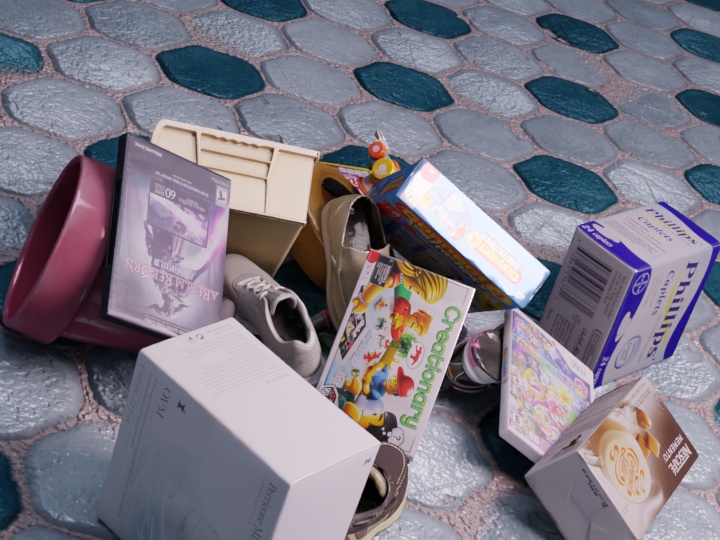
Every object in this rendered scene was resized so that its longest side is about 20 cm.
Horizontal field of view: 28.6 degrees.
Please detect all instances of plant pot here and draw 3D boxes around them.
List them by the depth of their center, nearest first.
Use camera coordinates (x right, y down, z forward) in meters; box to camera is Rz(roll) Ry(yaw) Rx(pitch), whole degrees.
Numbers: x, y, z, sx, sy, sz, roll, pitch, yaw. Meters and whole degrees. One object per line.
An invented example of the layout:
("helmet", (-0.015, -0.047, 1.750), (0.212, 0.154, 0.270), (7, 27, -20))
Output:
("plant pot", (-0.261, 0.003, 1.509), (0.178, 0.200, 0.200), (26, 27, -21))

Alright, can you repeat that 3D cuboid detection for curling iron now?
("curling iron", (-0.034, 0.064, 1.636), (0.199, 0.026, 0.050), (-18, 71, -31))

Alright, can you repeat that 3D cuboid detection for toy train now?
("toy train", (0.052, -0.081, 1.842), (0.201, 0.055, 0.150), (58, 7, -12))

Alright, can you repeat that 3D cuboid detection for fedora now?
("fedora", (-0.036, -0.041, 1.761), (0.201, 0.082, 0.201), (43, 25, -25))

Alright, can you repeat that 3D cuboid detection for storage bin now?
("storage bin", (-0.171, -0.073, 1.638), (0.197, 0.200, 0.094), (12, 65, -13))

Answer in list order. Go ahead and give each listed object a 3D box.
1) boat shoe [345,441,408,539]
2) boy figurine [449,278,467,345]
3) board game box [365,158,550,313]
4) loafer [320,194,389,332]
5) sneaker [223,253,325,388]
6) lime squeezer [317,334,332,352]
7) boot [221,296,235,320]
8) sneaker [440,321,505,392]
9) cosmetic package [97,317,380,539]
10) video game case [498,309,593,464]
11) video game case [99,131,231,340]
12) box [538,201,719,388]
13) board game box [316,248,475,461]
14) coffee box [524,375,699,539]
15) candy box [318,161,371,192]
("boat shoe", (0.006, 0.223, 1.406), (0.073, 0.065, 0.200), (24, 30, 10))
("boy figurine", (0.083, 0.061, 1.675), (0.064, 0.124, 0.200), (42, 6, -2))
("board game box", (0.103, -0.035, 1.675), (0.200, 0.056, 0.196), (41, -12, -8))
("loafer", (0.000, 0.000, 1.624), (0.075, 0.068, 0.201), (-5, 70, -27))
("sneaker", (-0.098, 0.038, 1.571), (0.075, 0.092, 0.200), (-25, 56, -25))
("lime squeezer", (-0.115, 0.050, 1.644), (0.199, 0.038, 0.071), (15, 28, -11))
("boot", (-0.129, 0.118, 1.512), (0.131, 0.070, 0.201), (20, 41, -4))
("sneaker", (0.148, 0.104, 1.666), (0.200, 0.086, 0.081), (6, 64, -58))
("cosmetic package", (-0.114, 0.188, 1.262), (0.200, 0.200, 0.123), (36, 34, 27))
("video game case", (0.213, 0.148, 1.598), (0.143, 0.018, 0.201), (38, 34, -22))
("video game case", (-0.197, -0.026, 1.448), (0.142, 0.019, 0.201), (24, 58, -41))
("box", (0.336, 0.030, 1.781), (0.199, 0.185, 0.105), (-16, 43, -44))
("board game box", (0.033, 0.091, 1.538), (0.126, 0.201, 0.035), (20, -14, 3))
("coffee box", (0.274, 0.211, 1.520), (0.115, 0.080, 0.200), (57, 37, 1))
("candy box", (-0.066, -0.119, 1.953), (0.199, 0.027, 0.102), (7, 36, -20))
